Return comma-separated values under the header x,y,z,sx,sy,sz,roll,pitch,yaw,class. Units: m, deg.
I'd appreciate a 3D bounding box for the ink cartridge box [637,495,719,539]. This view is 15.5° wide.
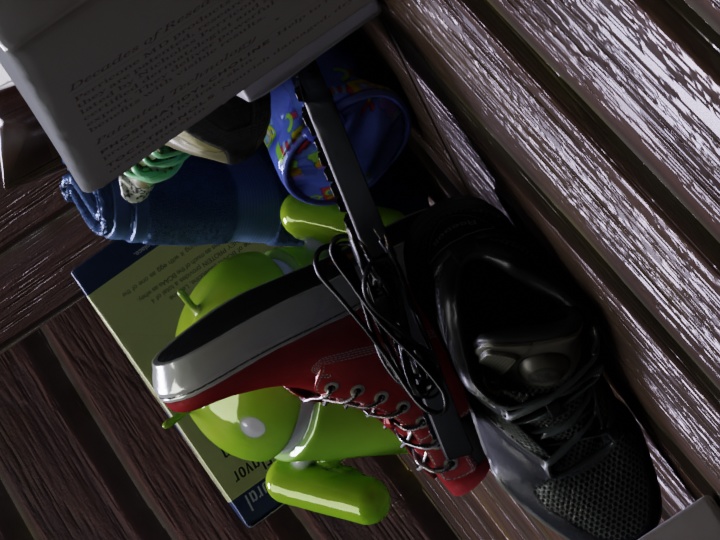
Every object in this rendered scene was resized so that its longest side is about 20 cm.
x,y,z,sx,sy,sz,roll,pitch,yaw,class
0.133,0.197,1.324,0.084,0.144,0.200,56,176,13,ink cartridge box

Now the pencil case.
x,y,z,sx,sy,sz,roll,pitch,yaw,class
-0.055,-0.127,1.418,0.200,0.078,0.087,52,-169,29,pencil case

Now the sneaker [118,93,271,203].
x,y,z,sx,sy,sz,roll,pitch,yaw,class
-0.105,-0.076,1.385,0.200,0.077,0.089,30,131,53,sneaker

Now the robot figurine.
x,y,z,sx,sy,sz,roll,pitch,yaw,class
-0.013,0.045,1.448,0.116,0.199,0.176,30,118,60,robot figurine

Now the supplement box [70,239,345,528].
x,y,z,sx,sy,sz,roll,pitch,yaw,class
-0.050,0.028,1.729,0.200,0.200,0.134,54,177,0,supplement box

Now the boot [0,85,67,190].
x,y,z,sx,sy,sz,roll,pitch,yaw,class
-0.126,-0.101,1.581,0.064,0.200,0.186,56,176,21,boot

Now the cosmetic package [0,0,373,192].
x,y,z,sx,sy,sz,roll,pitch,yaw,class
-0.098,-0.163,1.045,0.168,0.166,0.200,55,175,13,cosmetic package

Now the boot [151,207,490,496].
x,y,z,sx,sy,sz,roll,pitch,yaw,class
-0.002,0.066,1.353,0.072,0.199,0.145,4,115,61,boot

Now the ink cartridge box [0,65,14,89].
x,y,z,sx,sy,sz,roll,pitch,yaw,class
-0.164,-0.207,1.321,0.085,0.147,0.201,-14,103,40,ink cartridge box

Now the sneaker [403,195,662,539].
x,y,z,sx,sy,sz,roll,pitch,yaw,class
0.089,0.064,1.271,0.200,0.076,0.114,63,180,-16,sneaker

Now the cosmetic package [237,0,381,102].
x,y,z,sx,sy,sz,roll,pitch,yaw,class
-0.083,-0.187,1.244,0.200,0.090,0.107,60,171,-18,cosmetic package

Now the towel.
x,y,z,sx,sy,sz,roll,pitch,yaw,class
-0.065,-0.048,1.502,0.112,0.199,0.049,-137,52,-61,towel

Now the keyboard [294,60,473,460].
x,y,z,sx,sy,sz,roll,pitch,yaw,class
0.000,0.000,1.266,0.104,0.039,0.201,-114,1,-73,keyboard
